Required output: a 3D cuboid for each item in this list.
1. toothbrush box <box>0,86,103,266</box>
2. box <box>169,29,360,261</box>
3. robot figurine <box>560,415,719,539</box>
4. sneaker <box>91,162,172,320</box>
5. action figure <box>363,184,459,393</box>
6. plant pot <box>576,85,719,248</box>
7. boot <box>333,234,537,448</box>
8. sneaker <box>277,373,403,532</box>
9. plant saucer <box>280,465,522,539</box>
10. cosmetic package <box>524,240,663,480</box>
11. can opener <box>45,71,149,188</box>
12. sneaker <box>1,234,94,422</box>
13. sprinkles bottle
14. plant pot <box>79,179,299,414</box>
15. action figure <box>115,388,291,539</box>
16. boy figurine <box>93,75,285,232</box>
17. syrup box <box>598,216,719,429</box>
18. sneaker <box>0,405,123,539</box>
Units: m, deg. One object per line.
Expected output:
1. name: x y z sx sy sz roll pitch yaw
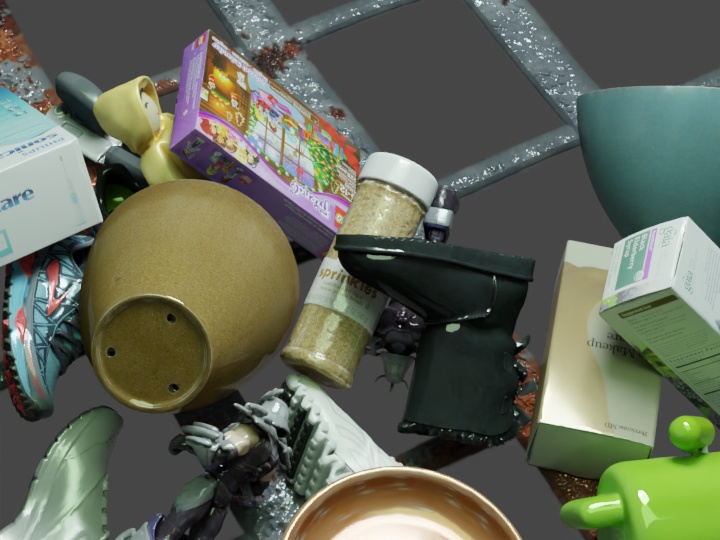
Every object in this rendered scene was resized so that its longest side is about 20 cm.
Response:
1. toothbrush box: -0.337 -0.079 1.453 0.146 0.086 0.200 -26 29 -22
2. box: -0.081 -0.110 1.490 0.200 0.039 0.137 36 37 -31
3. robot figurine: 0.264 0.206 1.309 0.198 0.116 0.177 -4 80 -9
4. sneaker: -0.193 -0.015 1.466 0.070 0.083 0.200 -22 58 -19
5. action figure: 0.045 0.017 1.470 0.129 0.069 0.201 12 66 -3
6. plant pot: 0.296 -0.088 1.511 0.198 0.200 0.136 3 88 -2
7. boot: 0.060 0.058 1.369 0.197 0.073 0.164 9 90 -27
8. sneaker: -0.007 0.166 1.358 0.081 0.075 0.200 -8 50 -34
9. plant saucer: 0.032 0.241 1.221 0.198 0.038 0.201 4 52 -5
10. cosmetic package: 0.210 0.079 1.430 0.104 0.071 0.201 11 53 3
11. can opener: -0.218 -0.114 1.556 0.199 0.067 0.053 32 57 13
12. sneaker: -0.262 0.039 1.424 0.095 0.080 0.201 -1 53 -8
13. sprinkles bottle: 0.000 0.000 1.411 0.068 0.068 0.201 20 75 12
14. plant pot: -0.150 0.039 1.310 0.185 0.188 0.200 7 15 2
15. action figure: -0.119 0.174 1.289 0.069 0.130 0.201 25 73 33
16. boy figurine: -0.152 -0.100 1.480 0.200 0.064 0.125 44 32 -21
17. syrup box: 0.295 0.052 1.383 0.200 0.081 0.079 40 48 -25
18. sneaker: -0.235 0.201 1.318 0.087 0.075 0.201 25 61 0
